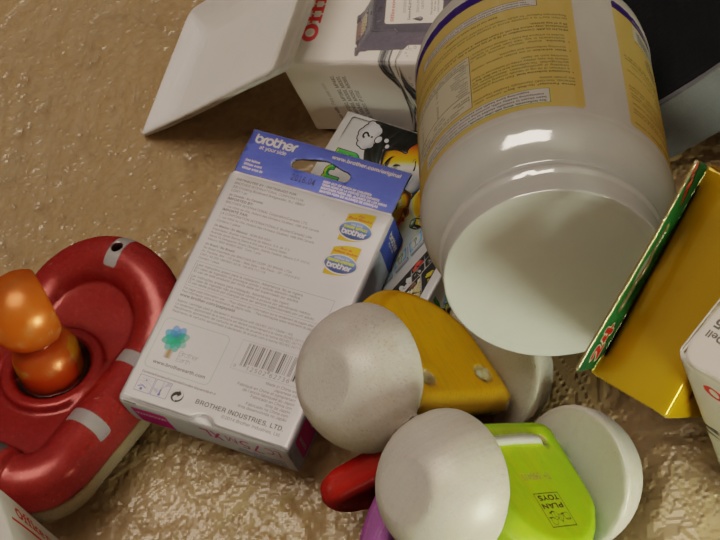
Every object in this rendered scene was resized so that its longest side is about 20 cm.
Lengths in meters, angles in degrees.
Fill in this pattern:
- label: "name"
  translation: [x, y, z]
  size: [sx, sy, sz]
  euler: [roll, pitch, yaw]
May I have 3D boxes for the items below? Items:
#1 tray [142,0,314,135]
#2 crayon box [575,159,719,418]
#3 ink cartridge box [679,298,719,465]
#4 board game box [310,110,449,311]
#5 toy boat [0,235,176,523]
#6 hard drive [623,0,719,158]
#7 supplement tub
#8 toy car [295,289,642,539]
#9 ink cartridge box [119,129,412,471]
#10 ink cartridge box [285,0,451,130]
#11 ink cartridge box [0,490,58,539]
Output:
- label: "tray"
  translation: [-0.083, -0.153, 1.336]
  size: [0.200, 0.022, 0.108]
  euler: [-16, 52, 58]
- label: "crayon box"
  translation: [0.190, 0.015, 1.063]
  size: [0.051, 0.200, 0.127]
  euler: [32, 100, 22]
- label: "ink cartridge box"
  translation: [0.258, 0.093, 1.011]
  size: [0.145, 0.200, 0.084]
  euler: [33, 75, 32]
- label: "board game box"
  translation: [0.000, 0.000, 1.265]
  size: [0.126, 0.035, 0.200]
  euler: [19, 68, 29]
- label: "toy boat"
  translation: [-0.197, 0.050, 1.239]
  size: [0.130, 0.131, 0.200]
  euler: [18, 54, 28]
- label: "hard drive"
  translation: [0.226, -0.159, 1.210]
  size: [0.200, 0.042, 0.135]
  euler: [-34, 44, 44]
- label: "supplement tub"
  translation: [0.105, -0.064, 1.137]
  size: [0.145, 0.146, 0.200]
  euler: [-14, 41, 12]
- label: "toy car"
  translation: [0.045, 0.113, 1.120]
  size: [0.200, 0.175, 0.150]
  euler: [51, 121, 31]
- label: "ink cartridge box"
  translation: [-0.053, 0.015, 1.225]
  size: [0.119, 0.042, 0.201]
  euler: [16, 69, 21]
- label: "ink cartridge box"
  translation: [0.062, -0.174, 1.316]
  size: [0.199, 0.084, 0.145]
  euler: [3, 61, 23]
- label: "ink cartridge box"
  translation: [-0.203, 0.208, 1.164]
  size: [0.068, 0.116, 0.200]
  euler: [-30, 55, 1]
